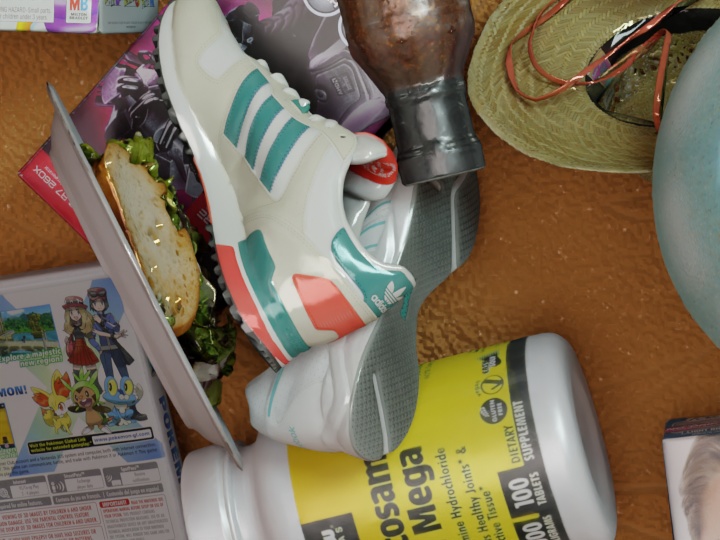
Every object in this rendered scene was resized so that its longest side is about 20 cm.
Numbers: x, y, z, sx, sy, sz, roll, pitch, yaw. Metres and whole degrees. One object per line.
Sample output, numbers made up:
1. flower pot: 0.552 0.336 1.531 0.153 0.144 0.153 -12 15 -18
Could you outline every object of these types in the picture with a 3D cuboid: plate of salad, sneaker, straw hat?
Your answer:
1. plate of salad: -0.091 -0.001 1.107 0.048 0.200 0.200 -28 91 -4
2. sneaker: -0.032 -0.053 1.127 0.093 0.070 0.200 -21 62 7
3. straw hat: 0.159 -0.084 1.150 0.201 0.201 0.085 -15 131 12
4. sneaker: 0.000 0.000 1.164 0.080 0.200 0.070 0 141 32

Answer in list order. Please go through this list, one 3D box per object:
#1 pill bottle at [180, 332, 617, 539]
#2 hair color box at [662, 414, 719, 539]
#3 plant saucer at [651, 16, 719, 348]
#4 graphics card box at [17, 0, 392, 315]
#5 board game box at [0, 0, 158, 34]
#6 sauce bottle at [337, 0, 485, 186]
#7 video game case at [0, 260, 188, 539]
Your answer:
1. pill bottle: 0.018 0.107 1.187 0.200 0.112 0.113 -15 93 12
2. hair color box: 0.210 0.171 1.186 0.100 0.061 0.200 -7 94 11
3. plant saucer: 0.205 -0.046 0.991 0.201 0.039 0.201 -6 78 31
4. graphics card box: -0.063 -0.078 1.214 0.125 0.051 0.200 45 101 3
5. board game box: -0.161 -0.219 1.188 0.103 0.105 0.200 3 96 10
6. sauce bottle: 0.015 -0.140 1.118 0.066 0.066 0.200 -11 93 11
7. video game case: -0.190 0.094 1.246 0.200 0.022 0.183 -8 102 20
